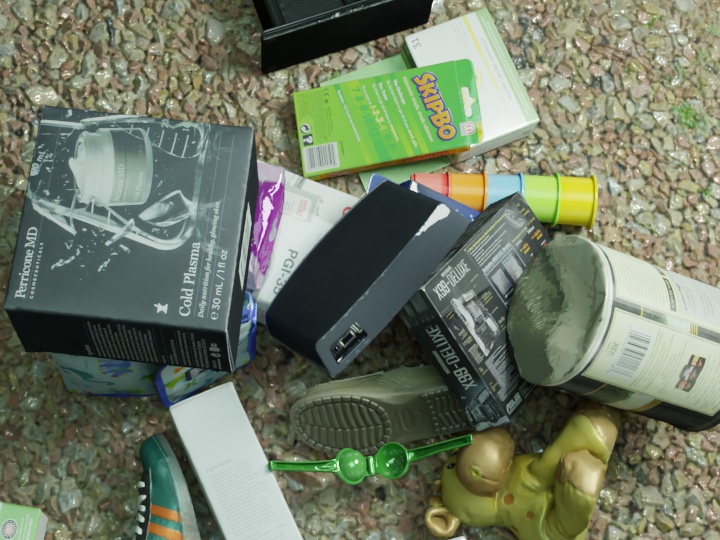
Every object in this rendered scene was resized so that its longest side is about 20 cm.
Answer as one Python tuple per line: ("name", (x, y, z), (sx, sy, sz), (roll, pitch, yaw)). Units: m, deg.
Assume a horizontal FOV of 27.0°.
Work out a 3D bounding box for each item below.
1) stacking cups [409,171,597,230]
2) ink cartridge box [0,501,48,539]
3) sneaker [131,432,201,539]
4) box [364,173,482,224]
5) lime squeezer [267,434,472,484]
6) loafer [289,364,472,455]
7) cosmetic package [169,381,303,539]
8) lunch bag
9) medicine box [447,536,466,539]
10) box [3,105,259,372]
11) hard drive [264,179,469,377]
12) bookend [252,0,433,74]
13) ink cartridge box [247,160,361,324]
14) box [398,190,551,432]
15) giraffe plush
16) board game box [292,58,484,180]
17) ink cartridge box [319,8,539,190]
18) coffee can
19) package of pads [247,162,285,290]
("stacking cups", (0.151, -0.080, 1.604), (0.198, 0.061, 0.061), (4, 74, 0))
("ink cartridge box", (-0.416, 0.275, 1.456), (0.198, 0.067, 0.118), (11, 75, -2))
("sneaker", (-0.199, 0.263, 1.473), (0.079, 0.071, 0.202), (-13, 77, -12))
("box", (0.085, -0.012, 1.549), (0.199, 0.032, 0.122), (23, 73, -23))
("lime squeezer", (0.009, 0.190, 1.469), (0.198, 0.071, 0.038), (-6, 87, -4))
("loafer", (0.028, 0.138, 1.527), (0.198, 0.068, 0.076), (-6, 112, 8))
("cosmetic package", (-0.117, 0.219, 1.477), (0.074, 0.102, 0.201), (-22, 78, -10))
("lunch bag", (-0.201, 0.059, 1.477), (0.198, 0.170, 0.129), (0, 72, -4))
("medicine box", (0.014, 0.336, 1.410), (0.198, 0.182, 0.104), (-17, 77, -8))
("box", (-0.200, -0.027, 1.356), (0.195, 0.124, 0.202), (5, 68, 1))
("hard drive", (0.000, 0.000, 1.446), (0.200, 0.135, 0.042), (-48, 126, -11))
("bookend", (-0.045, -0.348, 1.642), (0.197, 0.092, 0.201), (-18, 76, -8))
("ink cartridge box", (-0.103, -0.031, 1.555), (0.199, 0.083, 0.147), (20, 73, 2))
("box", (0.138, 0.038, 1.497), (0.158, 0.050, 0.200), (55, 47, -10))
("giraffe plush", (0.155, 0.211, 1.489), (0.161, 0.173, 0.202), (18, 108, 11))
("board game box", (0.031, -0.161, 1.600), (0.198, 0.030, 0.096), (-10, 79, 13))
("ink cartridge box", (0.074, -0.184, 1.630), (0.199, 0.048, 0.146), (-21, 78, -12))
("coffee can", (0.263, 0.062, 1.449), (0.199, 0.146, 0.148), (18, 72, -29))
("package of pads", (-0.179, -0.060, 1.476), (0.198, 0.076, 0.121), (14, 76, 1))
